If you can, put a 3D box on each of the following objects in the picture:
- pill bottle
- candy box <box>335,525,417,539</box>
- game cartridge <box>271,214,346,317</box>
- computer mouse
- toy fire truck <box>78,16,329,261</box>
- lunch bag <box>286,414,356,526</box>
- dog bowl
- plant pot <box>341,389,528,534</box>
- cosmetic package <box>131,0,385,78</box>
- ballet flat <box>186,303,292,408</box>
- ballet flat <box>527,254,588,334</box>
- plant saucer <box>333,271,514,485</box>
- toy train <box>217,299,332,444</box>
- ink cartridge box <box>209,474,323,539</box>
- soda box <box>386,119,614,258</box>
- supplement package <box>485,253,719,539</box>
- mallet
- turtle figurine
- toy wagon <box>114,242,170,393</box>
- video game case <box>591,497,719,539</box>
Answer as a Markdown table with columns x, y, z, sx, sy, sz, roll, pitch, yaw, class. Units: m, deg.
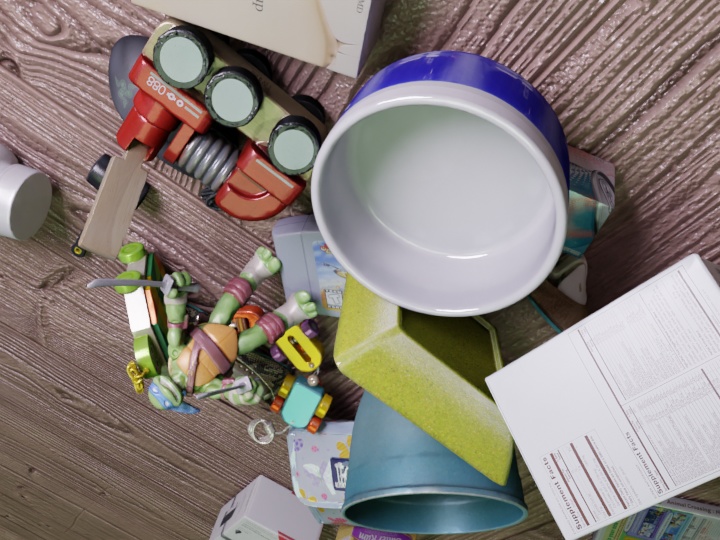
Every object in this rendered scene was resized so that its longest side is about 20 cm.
| x | y | z | sx | sy | sz | roll | pitch | yaw | class |
| --- | --- | --- | --- | --- | --- | --- | --- | --- | --- |
| -0.469 | -0.106 | 0.783 | 0.196 | 0.113 | 0.113 | 18 | 136 | 3 | pill bottle |
| 0.020 | 0.427 | 1.034 | 0.116 | 0.202 | 0.056 | 35 | 135 | -15 | candy box |
| 0.000 | 0.000 | 0.757 | 0.196 | 0.042 | 0.135 | 7 | 138 | 15 | game cartridge |
| -0.176 | -0.140 | 0.678 | 0.137 | 0.053 | 0.200 | -24 | 120 | 38 | computer mouse |
| -0.146 | -0.095 | 0.607 | 0.175 | 0.129 | 0.200 | 36 | 113 | -18 | toy fire truck |
| -0.003 | 0.278 | 0.949 | 0.166 | 0.129 | 0.202 | 0 | 136 | 17 | lunch bag |
| 0.064 | -0.063 | 0.539 | 0.196 | 0.079 | 0.203 | 11 | 132 | 12 | dog bowl |
| 0.080 | 0.178 | 0.764 | 0.196 | 0.191 | 0.201 | 2 | 149 | 1 | plant pot |
| -0.076 | -0.240 | 0.531 | 0.196 | 0.074 | 0.105 | 19 | 136 | 4 | cosmetic package |
| -0.180 | 0.122 | 0.912 | 0.199 | 0.076 | 0.068 | 35 | 139 | -13 | ballet flat |
| 0.176 | -0.007 | 0.671 | 0.199 | 0.068 | 0.072 | 40 | 114 | -12 | ballet flat |
| 0.072 | 0.069 | 0.642 | 0.199 | 0.201 | 0.048 | 37 | 116 | -16 | plant saucer |
| -0.110 | 0.120 | 0.880 | 0.147 | 0.056 | 0.204 | -9 | 107 | 14 | toy train |
| -0.173 | 0.471 | 1.236 | 0.143 | 0.085 | 0.200 | 32 | 136 | -11 | ink cartridge box |
| 0.119 | -0.089 | 0.598 | 0.197 | 0.069 | 0.064 | 22 | 136 | 2 | soda box |
| 0.254 | 0.106 | 0.590 | 0.199 | 0.149 | 0.190 | -37 | 157 | 27 | supplement package |
| -0.322 | -0.072 | 0.816 | 0.066 | 0.042 | 0.199 | 42 | 136 | -21 | mallet |
| -0.137 | 0.059 | 0.705 | 0.143 | 0.194 | 0.202 | 29 | 145 | 29 | turtle figurine |
| -0.245 | 0.067 | 0.802 | 0.039 | 0.201 | 0.158 | -16 | 122 | -6 | toy wagon |
| 0.429 | 0.379 | 0.958 | 0.178 | 0.022 | 0.202 | 9 | 135 | 13 | video game case |
